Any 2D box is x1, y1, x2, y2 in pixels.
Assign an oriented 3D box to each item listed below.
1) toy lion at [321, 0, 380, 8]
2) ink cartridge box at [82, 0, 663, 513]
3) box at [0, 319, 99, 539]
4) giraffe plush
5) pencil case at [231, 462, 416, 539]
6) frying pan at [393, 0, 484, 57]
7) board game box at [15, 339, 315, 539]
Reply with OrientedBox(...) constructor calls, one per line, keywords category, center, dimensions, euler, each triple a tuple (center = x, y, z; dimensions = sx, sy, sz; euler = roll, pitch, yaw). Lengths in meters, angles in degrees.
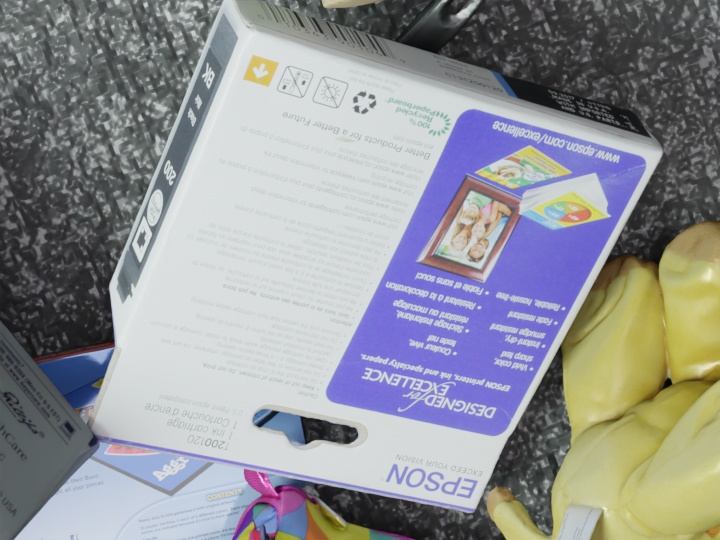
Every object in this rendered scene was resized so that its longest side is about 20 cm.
OrientedBox(category="toy lion", center=(0.083, -0.170, 0.881), dimensions=(0.190, 0.200, 0.069), euler=(-16, 96, 16))
OrientedBox(category="ink cartridge box", center=(0.000, 0.000, 0.907), dimensions=(0.197, 0.043, 0.201), euler=(14, 116, -24))
OrientedBox(category="box", center=(-0.247, 0.070, 0.883), dimensions=(0.200, 0.105, 0.184), euler=(-34, 98, 29))
OrientedBox(category="giraffe plush", center=(0.175, 0.099, 0.945), dimensions=(0.162, 0.172, 0.201), euler=(32, 82, -28))
OrientedBox(category="pencil case", center=(0.028, 0.161, 0.955), dimensions=(0.199, 0.088, 0.089), euler=(23, 94, -14))
OrientedBox(category="frying pan", center=(-0.023, -0.070, 0.916), dimensions=(0.114, 0.031, 0.191), euler=(8, 132, -13))
OrientedBox(category="board game box", center=(-0.124, 0.087, 0.975), dimensions=(0.198, 0.019, 0.104), euler=(-11, 100, -3))
